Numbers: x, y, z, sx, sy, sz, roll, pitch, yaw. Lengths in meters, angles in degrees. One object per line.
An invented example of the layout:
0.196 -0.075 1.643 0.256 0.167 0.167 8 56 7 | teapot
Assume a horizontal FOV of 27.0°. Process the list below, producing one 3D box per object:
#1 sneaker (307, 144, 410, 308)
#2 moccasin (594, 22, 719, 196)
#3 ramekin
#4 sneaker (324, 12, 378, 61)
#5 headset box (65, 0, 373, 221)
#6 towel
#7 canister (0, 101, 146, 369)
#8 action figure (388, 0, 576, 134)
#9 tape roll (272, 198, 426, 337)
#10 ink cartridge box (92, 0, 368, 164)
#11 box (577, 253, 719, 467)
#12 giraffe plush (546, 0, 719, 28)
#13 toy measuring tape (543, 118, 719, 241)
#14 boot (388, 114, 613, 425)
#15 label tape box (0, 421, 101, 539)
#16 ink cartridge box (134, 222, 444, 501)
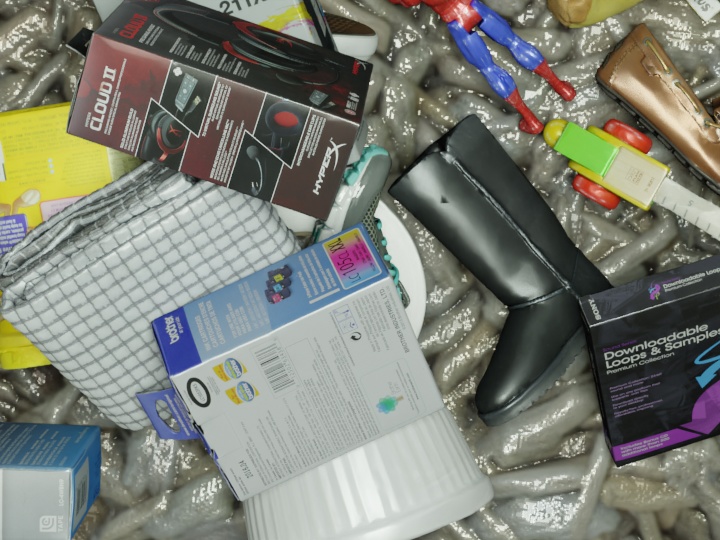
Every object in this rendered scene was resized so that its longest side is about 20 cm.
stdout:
0.000 0.000 1.187 0.091 0.078 0.200 16 106 -8 | sneaker
0.284 -0.117 1.211 0.201 0.074 0.078 44 103 4 | moccasin
-0.004 0.166 1.186 0.202 0.202 0.094 -19 87 2 | ramekin
-0.085 -0.163 1.205 0.199 0.073 0.085 0 114 3 | sneaker
-0.099 -0.120 1.013 0.200 0.149 0.075 19 113 -3 | headset box
-0.142 0.006 1.096 0.200 0.086 0.166 -33 129 4 | towel
-0.232 -0.033 1.205 0.148 0.087 0.201 -9 97 0 | canister
0.080 -0.202 1.203 0.065 0.099 0.200 -45 118 2 | action figure
-0.045 0.018 1.239 0.202 0.037 0.203 0 97 -1 | tape roll
-0.098 -0.161 1.122 0.145 0.083 0.200 -18 110 12 | ink cartridge box
0.255 0.071 1.193 0.143 0.036 0.200 -18 137 2 | box
0.214 -0.260 1.139 0.200 0.162 0.173 30 96 -4 | giraffe plush
0.234 -0.066 1.201 0.200 0.074 0.074 32 97 17 | toy measuring tape
0.096 -0.001 1.199 0.165 0.066 0.200 -44 101 -25 | boot
-0.317 0.166 1.201 0.199 0.143 0.066 0 97 -1 | label tape box
-0.058 0.073 1.072 0.200 0.076 0.137 -26 127 -3 | ink cartridge box
